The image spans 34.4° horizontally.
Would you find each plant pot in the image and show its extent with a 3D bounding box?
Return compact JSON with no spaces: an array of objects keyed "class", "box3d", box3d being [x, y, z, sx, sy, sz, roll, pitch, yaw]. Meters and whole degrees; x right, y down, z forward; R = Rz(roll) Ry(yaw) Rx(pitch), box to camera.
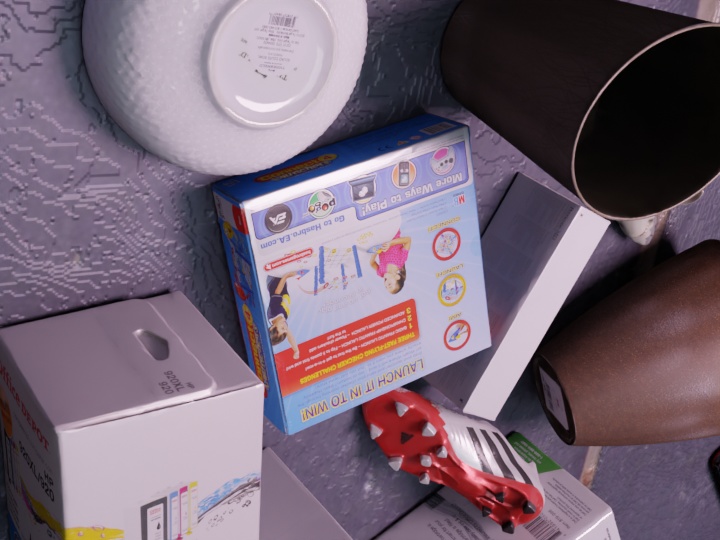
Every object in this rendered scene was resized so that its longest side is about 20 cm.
[{"class":"plant pot","box3d":[0.273,0.090,1.104,0.200,0.187,0.187,-19,125,-8]}]

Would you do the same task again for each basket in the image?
[{"class":"basket","box3d":[0.163,-0.141,0.865,0.180,0.200,0.136,-23,126,-22]}]

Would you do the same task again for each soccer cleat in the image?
[{"class":"soccer cleat","box3d":[0.085,0.159,1.054,0.200,0.085,0.069,35,120,-11]}]

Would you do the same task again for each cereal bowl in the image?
[{"class":"cereal bowl","box3d":[-0.076,-0.151,0.771,0.200,0.083,0.200,-16,123,-26]}]

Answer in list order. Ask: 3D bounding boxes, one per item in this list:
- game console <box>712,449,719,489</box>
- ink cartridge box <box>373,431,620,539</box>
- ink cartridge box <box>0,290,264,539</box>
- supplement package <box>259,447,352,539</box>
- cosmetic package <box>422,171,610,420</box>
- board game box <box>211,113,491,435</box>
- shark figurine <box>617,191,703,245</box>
[{"class":"game console","box3d":[0.540,0.258,1.405,0.172,0.119,0.200,-39,130,-11]},{"class":"ink cartridge box","box3d":[0.125,0.269,1.102,0.200,0.147,0.083,-34,129,-14]},{"class":"ink cartridge box","box3d":[-0.166,0.142,0.826,0.145,0.147,0.200,-12,120,-30]},{"class":"supplement package","box3d":[-0.073,0.291,0.970,0.152,0.151,0.200,-32,129,-17]},{"class":"cosmetic package","box3d":[0.128,0.023,1.011,0.051,0.083,0.200,22,101,-40]},{"class":"board game box","box3d":[0.000,0.000,0.909,0.200,0.056,0.196,-21,117,-25]},{"class":"shark figurine","box3d":[0.281,-0.117,1.031,0.128,0.214,0.090,34,51,-14]}]
